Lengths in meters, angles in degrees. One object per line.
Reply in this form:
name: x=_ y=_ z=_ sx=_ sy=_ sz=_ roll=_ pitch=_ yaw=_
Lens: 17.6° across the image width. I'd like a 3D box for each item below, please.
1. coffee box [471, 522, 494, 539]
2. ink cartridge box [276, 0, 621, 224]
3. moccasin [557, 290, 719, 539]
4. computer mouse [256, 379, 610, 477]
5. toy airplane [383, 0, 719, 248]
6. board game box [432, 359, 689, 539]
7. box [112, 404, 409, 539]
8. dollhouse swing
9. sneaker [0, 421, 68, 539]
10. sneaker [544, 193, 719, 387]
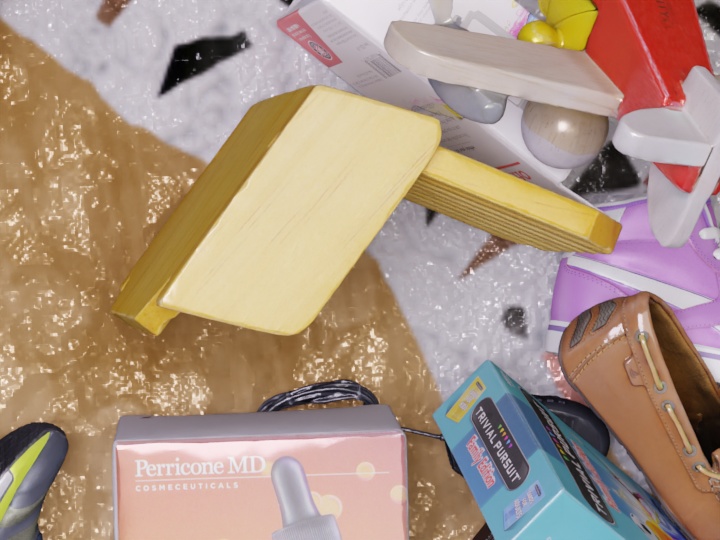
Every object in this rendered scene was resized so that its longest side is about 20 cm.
coffee box: x=0.130 y=0.235 z=1.267 sx=0.200 sy=0.114 sz=0.080 roll=42 pitch=84 yaw=-8
ink cartridge box: x=0.062 y=-0.102 z=1.245 sx=0.200 sy=0.116 sz=0.068 roll=38 pitch=81 yaw=-11
moccasin: x=0.192 y=0.090 z=1.251 sx=0.078 sy=0.074 sz=0.202 roll=-27 pitch=108 yaw=32
computer mouse: x=0.040 y=0.089 z=1.291 sx=0.199 sy=0.034 sz=0.059 roll=7 pitch=107 yaw=-7
toy airplane: x=0.128 y=-0.090 z=1.130 sx=0.200 sy=0.141 sz=0.199 roll=41 pitch=45 yaw=3
board game box: x=0.138 y=0.149 z=1.222 sx=0.200 sy=0.151 sz=0.047 roll=40 pitch=100 yaw=-24
box: x=-0.051 y=0.177 z=1.217 sx=0.152 sy=0.106 sz=0.201 roll=-2 pitch=94 yaw=-4
dollhouse swing: x=0.000 y=0.000 z=1.191 sx=0.176 sy=0.200 sz=0.182 roll=37 pitch=83 yaw=-11
sneaker: x=-0.189 y=0.176 z=1.226 sx=0.081 sy=0.074 sz=0.201 roll=20 pitch=94 yaw=-18
sneaker: x=0.210 y=0.010 z=1.303 sx=0.200 sy=0.073 sz=0.115 roll=12 pitch=85 yaw=-12
